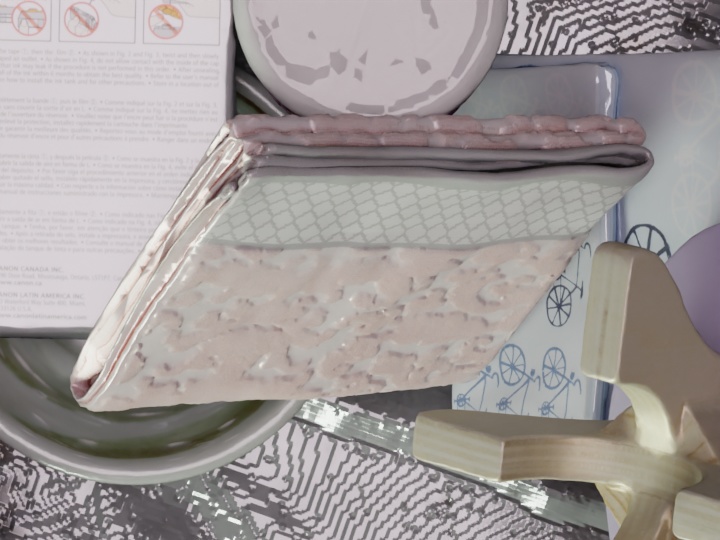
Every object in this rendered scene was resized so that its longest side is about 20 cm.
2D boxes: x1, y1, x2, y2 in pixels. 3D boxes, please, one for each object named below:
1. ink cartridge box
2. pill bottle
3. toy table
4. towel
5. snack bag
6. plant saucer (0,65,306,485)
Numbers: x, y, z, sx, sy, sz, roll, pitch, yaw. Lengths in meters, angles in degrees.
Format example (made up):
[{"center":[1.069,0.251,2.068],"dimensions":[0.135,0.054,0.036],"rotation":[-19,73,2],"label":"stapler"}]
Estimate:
[{"center":[-0.133,-0.070,1.197],"dimensions":[0.162,0.057,0.201],"rotation":[1,86,0],"label":"ink cartridge box"},{"center":[0.004,-0.110,1.166],"dimensions":[0.112,0.200,0.113],"rotation":[0,91,1],"label":"pill bottle"},{"center":[0.125,0.082,1.079],"dimensions":[0.183,0.117,0.201],"rotation":[-1,93,44],"label":"toy table"},{"center":[0.000,0.000,1.130],"dimensions":[0.199,0.191,0.032],"rotation":[-2,58,-29],"label":"towel"},{"center":[0.108,-0.002,1.190],"dimensions":[0.021,0.200,0.189],"rotation":[0,92,-40],"label":"snack bag"},{"center":[-0.102,-0.004,1.244],"dimensions":[0.199,0.050,0.201],"rotation":[0,91,1],"label":"plant saucer"}]
